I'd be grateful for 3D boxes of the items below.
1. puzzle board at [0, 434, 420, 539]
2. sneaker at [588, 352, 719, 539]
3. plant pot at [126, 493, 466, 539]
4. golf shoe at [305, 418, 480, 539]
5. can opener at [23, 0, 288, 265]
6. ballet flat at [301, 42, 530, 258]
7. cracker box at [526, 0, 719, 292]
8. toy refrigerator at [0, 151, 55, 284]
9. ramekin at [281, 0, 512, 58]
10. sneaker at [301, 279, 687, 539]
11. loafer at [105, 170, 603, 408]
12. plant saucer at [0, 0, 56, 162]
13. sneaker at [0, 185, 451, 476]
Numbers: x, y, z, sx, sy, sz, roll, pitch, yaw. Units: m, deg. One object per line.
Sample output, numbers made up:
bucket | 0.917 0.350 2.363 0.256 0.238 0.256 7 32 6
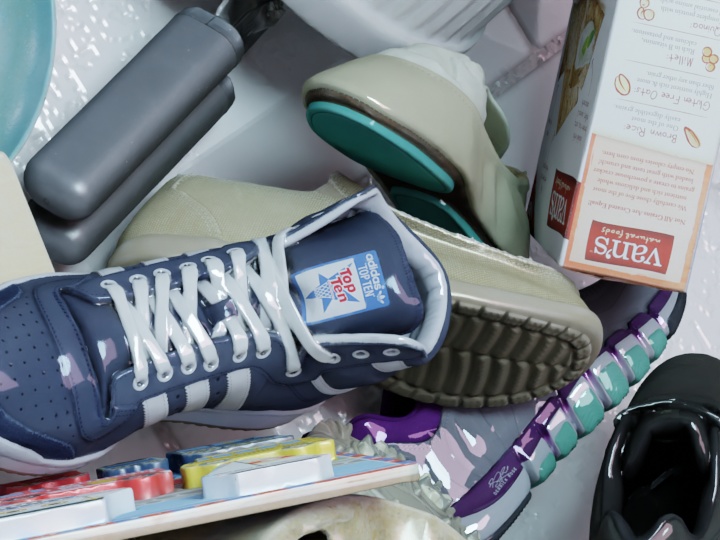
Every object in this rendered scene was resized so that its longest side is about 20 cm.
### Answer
puzzle board | -0.096 0.080 1.013 0.199 0.151 0.018 -10 91 -18
sneaker | 0.129 0.082 1.184 0.200 0.075 0.091 -74 159 -58
plant pot | -0.041 0.162 1.042 0.200 0.183 0.202 14 66 -34
golf shoe | 0.023 0.151 1.152 0.200 0.097 0.078 51 14 -16
can opener | -0.083 -0.086 1.198 0.067 0.053 0.200 30 51 14
ballet flat | 0.029 -0.055 1.198 0.200 0.069 0.070 52 35 -65
cracker box | 0.119 -0.100 1.220 0.057 0.134 0.201 11 96 -4
toy refrigerator | -0.199 0.037 1.027 0.200 0.070 0.076 -39 119 -37
ramekin | 0.013 -0.190 1.217 0.200 0.105 0.201 39 32 -29
sneaker | 0.060 0.037 1.240 0.088 0.074 0.200 48 51 -6
loafer | 0.000 0.000 1.174 0.199 0.076 0.069 11 52 -10
plant saucer | -0.206 -0.107 1.115 0.199 0.027 0.201 14 65 -33
sneaker | -0.052 0.019 1.039 0.199 0.108 0.070 -4 74 -50
